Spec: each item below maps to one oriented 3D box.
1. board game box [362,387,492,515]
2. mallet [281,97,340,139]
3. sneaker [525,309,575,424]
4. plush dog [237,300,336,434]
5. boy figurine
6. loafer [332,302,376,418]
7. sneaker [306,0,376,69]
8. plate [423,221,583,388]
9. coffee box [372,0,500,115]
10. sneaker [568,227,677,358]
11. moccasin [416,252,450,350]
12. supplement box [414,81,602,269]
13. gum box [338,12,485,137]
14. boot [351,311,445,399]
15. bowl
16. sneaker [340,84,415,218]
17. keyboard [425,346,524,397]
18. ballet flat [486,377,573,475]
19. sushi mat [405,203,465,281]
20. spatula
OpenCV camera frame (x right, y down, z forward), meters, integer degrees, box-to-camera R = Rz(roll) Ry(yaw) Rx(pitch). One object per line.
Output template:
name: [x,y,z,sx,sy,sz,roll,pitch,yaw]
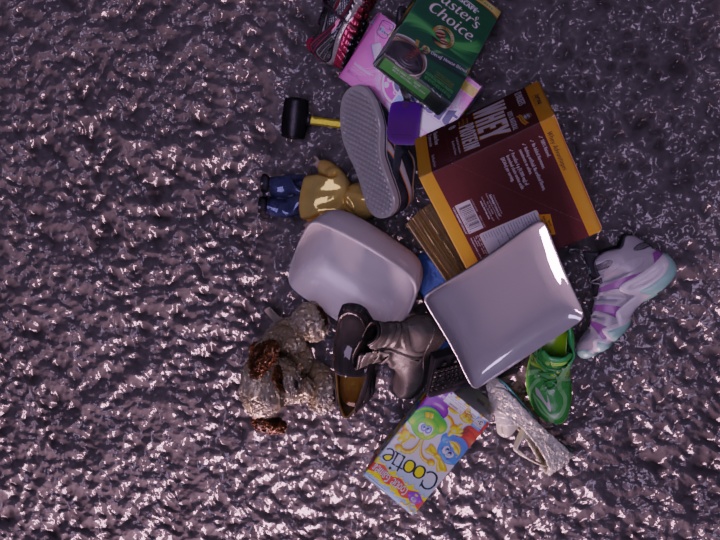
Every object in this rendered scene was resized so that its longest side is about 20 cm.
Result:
board game box: [0.109,0.267,1.455,0.103,0.105,0.200,38,103,4]
mallet: [-0.029,-0.219,1.440,0.199,0.041,0.066,16,101,5]
sneaker: [0.291,0.142,1.408,0.074,0.084,0.201,0,100,11]
plush dog: [-0.135,0.159,1.444,0.160,0.172,0.200,4,116,20]
boy figurine: [-0.060,-0.119,1.446,0.199,0.064,0.125,1,81,9]
loafer: [-0.010,0.145,1.440,0.073,0.072,0.200,5,123,17]
sneaker: [-0.020,-0.409,1.382,0.075,0.081,0.200,25,104,9]
plate: [0.204,0.048,1.308,0.200,0.032,0.200,-33,123,-2]
coffee box: [0.112,-0.334,1.312,0.123,0.044,0.200,36,62,-11]
sneaker: [0.361,0.024,1.384,0.140,0.078,0.200,41,95,4]
moccasin: [0.145,0.061,1.433,0.080,0.068,0.200,-18,92,15]
supplement box: [0.211,-0.126,1.321,0.200,0.133,0.197,-24,118,14]
gum box: [0.074,-0.289,1.389,0.200,0.066,0.114,37,105,4]
boot: [0.043,0.132,1.407,0.130,0.068,0.200,-6,140,-22]
bowl: [0.000,0.000,1.416,0.200,0.075,0.200,33,143,5]
sneaker: [0.028,-0.182,1.385,0.078,0.079,0.201,-8,99,38]
keyboard: [0.184,0.120,1.382,0.021,0.200,0.127,31,123,47]
ballet flat: [0.252,0.247,1.412,0.072,0.072,0.200,-40,109,15]
sushi mat: [0.148,-0.011,1.411,0.012,0.096,0.200,-33,92,46]
spatula: [0.062,-0.285,1.339,0.056,0.021,0.201,-4,93,-29]
